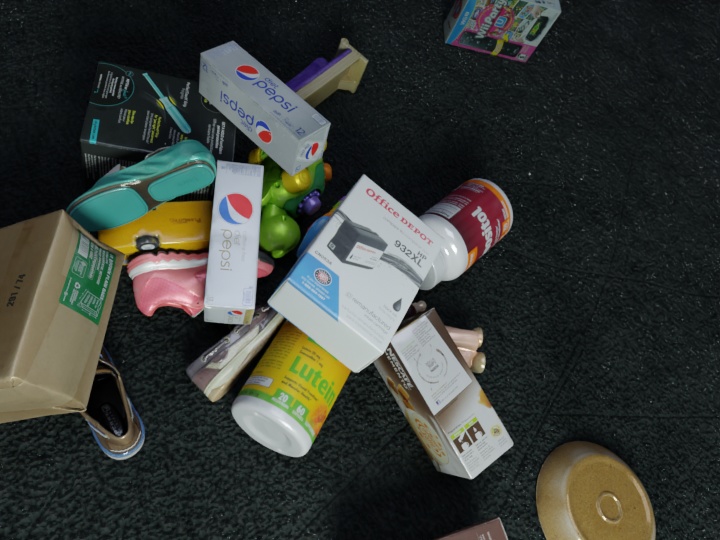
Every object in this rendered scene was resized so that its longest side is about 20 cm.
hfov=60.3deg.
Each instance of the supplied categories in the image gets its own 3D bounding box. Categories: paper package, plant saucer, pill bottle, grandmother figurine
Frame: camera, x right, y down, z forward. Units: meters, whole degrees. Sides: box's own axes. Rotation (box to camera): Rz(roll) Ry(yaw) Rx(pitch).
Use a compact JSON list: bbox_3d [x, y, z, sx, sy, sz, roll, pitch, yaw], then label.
[{"bbox_3d":[-0.381,0.058,0.690,0.188,0.104,0.203,-11,57,20],"label":"paper package"},{"bbox_3d":[0.347,0.342,0.887,0.197,0.036,0.203,9,59,-16],"label":"plant saucer"},{"bbox_3d":[0.148,-0.057,0.996,0.113,0.113,0.199,46,58,10],"label":"pill bottle"},{"bbox_3d":[-0.072,0.126,0.810,0.110,0.111,0.201,31,56,0],"label":"pill bottle"},{"bbox_3d":[0.086,0.098,0.919,0.197,0.061,0.123,10,50,-18],"label":"grandmother figurine"}]

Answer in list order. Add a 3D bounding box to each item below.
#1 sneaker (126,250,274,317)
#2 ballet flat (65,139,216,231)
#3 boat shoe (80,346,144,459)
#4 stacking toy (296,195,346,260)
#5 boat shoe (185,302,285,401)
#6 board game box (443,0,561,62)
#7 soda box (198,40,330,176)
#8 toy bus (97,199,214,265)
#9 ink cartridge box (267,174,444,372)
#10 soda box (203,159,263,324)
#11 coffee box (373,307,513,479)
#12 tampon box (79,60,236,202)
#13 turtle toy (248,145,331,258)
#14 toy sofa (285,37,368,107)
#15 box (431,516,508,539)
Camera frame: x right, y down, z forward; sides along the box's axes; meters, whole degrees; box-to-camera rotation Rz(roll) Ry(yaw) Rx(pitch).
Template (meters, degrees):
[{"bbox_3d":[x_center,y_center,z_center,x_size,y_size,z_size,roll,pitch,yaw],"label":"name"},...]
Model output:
[{"bbox_3d":[-0.215,0.020,0.857,0.197,0.074,0.088,-6,77,-19],"label":"sneaker"},{"bbox_3d":[-0.280,-0.112,0.797,0.197,0.068,0.071,-22,52,-1],"label":"ballet flat"},{"bbox_3d":[-0.321,0.127,0.741,0.072,0.073,0.200,-35,77,-31],"label":"boat shoe"},{"bbox_3d":[-0.011,-0.075,0.966,0.109,0.116,0.201,30,44,-4],"label":"stacking toy"},{"bbox_3d":[-0.153,0.081,0.833,0.065,0.072,0.201,39,62,-1],"label":"boat shoe"},{"bbox_3d":[0.292,-0.529,1.300,0.197,0.148,0.065,8,61,-15],"label":"board game box"},{"bbox_3d":[-0.135,-0.225,0.855,0.200,0.069,0.063,42,54,15],"label":"soda box"},{"bbox_3d":[-0.259,-0.053,0.862,0.197,0.078,0.066,-5,68,-23],"label":"toy bus"},{"bbox_3d":[0.000,0.000,0.791,0.144,0.084,0.201,37,54,-6],"label":"ink cartridge box"},{"bbox_3d":[-0.163,-0.037,0.805,0.063,0.068,0.203,5,68,-12],"label":"soda box"},{"bbox_3d":[0.099,0.162,0.822,0.079,0.114,0.202,-30,89,-21],"label":"coffee box"},{"bbox_3d":[-0.285,-0.184,0.900,0.197,0.127,0.152,8,58,-16],"label":"tampon box"},{"bbox_3d":[-0.113,-0.114,0.931,0.101,0.144,0.202,49,46,-38],"label":"turtle toy"},{"bbox_3d":[-0.084,-0.327,1.084,0.097,0.083,0.200,40,56,4],"label":"toy sofa"},{"bbox_3d":[0.077,0.363,0.736,0.197,0.100,0.076,-7,64,-23],"label":"box"}]
